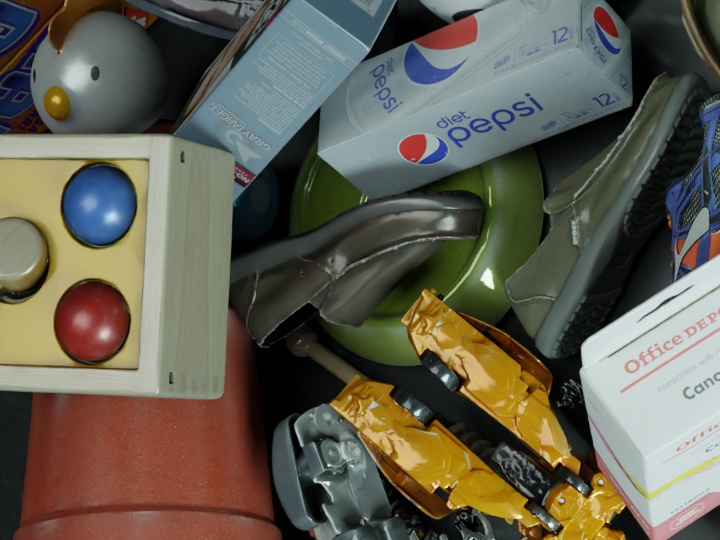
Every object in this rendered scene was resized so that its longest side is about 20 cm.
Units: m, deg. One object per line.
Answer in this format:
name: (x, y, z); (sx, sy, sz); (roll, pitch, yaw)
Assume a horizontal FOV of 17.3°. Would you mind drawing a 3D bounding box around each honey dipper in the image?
honey dipper: (0.021, 0.088, 1.568); (0.200, 0.038, 0.038); (36, 105, 33)

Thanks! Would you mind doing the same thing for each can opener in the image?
can opener: (-0.002, 0.182, 1.494); (0.067, 0.053, 0.202); (-31, 73, 45)

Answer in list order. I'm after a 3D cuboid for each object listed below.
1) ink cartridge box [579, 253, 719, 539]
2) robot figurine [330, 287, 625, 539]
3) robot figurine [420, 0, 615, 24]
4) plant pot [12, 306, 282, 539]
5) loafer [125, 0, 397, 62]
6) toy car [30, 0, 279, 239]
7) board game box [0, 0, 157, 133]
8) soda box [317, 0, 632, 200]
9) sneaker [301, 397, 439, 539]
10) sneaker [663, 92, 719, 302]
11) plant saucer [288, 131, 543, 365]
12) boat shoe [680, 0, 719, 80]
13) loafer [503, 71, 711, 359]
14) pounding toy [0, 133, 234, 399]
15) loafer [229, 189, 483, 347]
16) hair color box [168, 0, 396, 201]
ink cartridge box: (0.192, 0.072, 1.340); (0.116, 0.200, 0.068); (-33, 64, -5)
robot figurine: (0.088, 0.111, 1.471); (0.200, 0.058, 0.145); (40, 88, 7)
robot figurine: (0.106, -0.243, 1.489); (0.200, 0.124, 0.151); (-47, 57, 20)
plant pot: (-0.143, 0.129, 1.589); (0.199, 0.200, 0.197); (-12, 71, 32)
loafer: (-0.065, -0.183, 1.600); (0.199, 0.072, 0.064); (19, 103, 15)
toy car: (-0.183, -0.099, 1.604); (0.183, 0.177, 0.202); (-2, 111, 33)
board game box: (-0.311, -0.213, 1.718); (0.200, 0.199, 0.201); (-41, 65, 23)
soda box: (0.070, -0.113, 1.484); (0.199, 0.068, 0.064); (-21, 49, 31)
sneaker: (0.020, 0.177, 1.544); (0.082, 0.078, 0.202); (-21, 82, 22)
sneaker: (0.216, -0.022, 1.408); (0.078, 0.075, 0.201); (42, 128, 33)
plant saucer: (0.028, -0.038, 1.571); (0.199, 0.031, 0.202); (-6, 79, 32)
boat shoe: (0.253, -0.108, 1.408); (0.076, 0.074, 0.200); (-48, 62, 20)
loafer: (0.148, -0.043, 1.471); (0.070, 0.075, 0.201); (37, 106, 26)
pounding toy: (-0.199, 0.010, 1.463); (0.198, 0.142, 0.186); (1, 86, 20)
loafer: (0.000, 0.000, 1.530); (0.199, 0.073, 0.072); (-21, 82, 34)
hair color box: (-0.049, -0.133, 1.499); (0.060, 0.099, 0.200); (35, 138, -10)
